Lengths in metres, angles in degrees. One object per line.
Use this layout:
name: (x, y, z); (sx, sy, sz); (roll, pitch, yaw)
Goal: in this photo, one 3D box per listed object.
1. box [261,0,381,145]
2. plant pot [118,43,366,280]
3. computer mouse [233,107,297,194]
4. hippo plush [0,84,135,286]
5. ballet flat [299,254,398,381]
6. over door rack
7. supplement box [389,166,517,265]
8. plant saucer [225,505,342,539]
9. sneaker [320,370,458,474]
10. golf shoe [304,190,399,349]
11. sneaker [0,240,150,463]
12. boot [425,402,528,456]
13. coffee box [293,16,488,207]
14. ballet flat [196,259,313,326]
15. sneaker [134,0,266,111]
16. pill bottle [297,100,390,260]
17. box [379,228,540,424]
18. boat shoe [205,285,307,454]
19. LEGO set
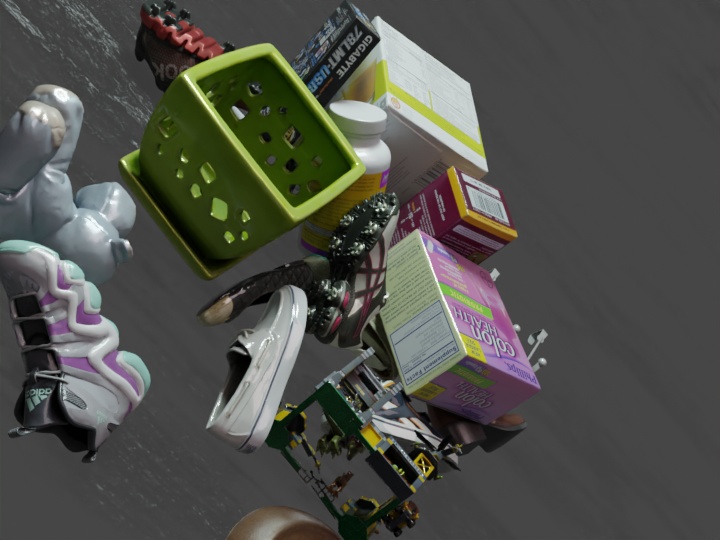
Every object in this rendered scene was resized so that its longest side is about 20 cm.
box: (-0.061, -0.261, 1.217); (0.050, 0.199, 0.200); (37, 14, -18)
plant pot: (-0.144, -0.117, 1.057); (0.199, 0.181, 0.200); (52, 34, -3)
computer mouse: (-0.155, -0.172, 1.215); (0.200, 0.044, 0.110); (39, 38, -23)
hippo plush: (-0.280, -0.064, 0.864); (0.161, 0.159, 0.200); (38, 36, -21)
ballet flat: (-0.010, 0.063, 1.172); (0.200, 0.067, 0.062); (45, 47, -13)
over door rack: (0.229, 0.090, 1.438); (0.148, 0.067, 0.200); (51, 34, -7)
supplement box: (0.102, -0.042, 1.275); (0.110, 0.200, 0.086); (20, 46, -40)
plant saucer: (-0.054, 0.326, 0.912); (0.200, 0.037, 0.201); (32, 39, -30)
sneaker: (0.042, 0.183, 1.115); (0.200, 0.078, 0.080); (30, 46, -29)
golf shoe: (0.000, 0.000, 1.123); (0.088, 0.077, 0.201); (32, 83, -39)
sneaker: (-0.272, 0.082, 0.794); (0.200, 0.077, 0.140); (57, 35, -26)
boot: (0.136, 0.158, 1.290); (0.188, 0.069, 0.201); (-2, 55, -43)
coffee box: (0.036, -0.199, 1.334); (0.200, 0.199, 0.198); (27, 42, -34)
ballet flat: (-0.113, 0.032, 1.070); (0.200, 0.066, 0.057); (-22, 89, -54)
sneaker: (-0.205, -0.253, 1.166); (0.200, 0.098, 0.071); (36, 28, 1)
pill bottle: (-0.019, -0.110, 1.176); (0.104, 0.201, 0.104); (8, 28, -4)
box: (0.118, 0.075, 1.187); (0.176, 0.097, 0.201); (27, 35, -44)
boat shoe: (-0.115, 0.095, 0.992); (0.066, 0.072, 0.201); (30, 61, -23)
LEGO set: (0.003, 0.184, 0.999); (0.200, 0.154, 0.116); (43, 31, 10)
